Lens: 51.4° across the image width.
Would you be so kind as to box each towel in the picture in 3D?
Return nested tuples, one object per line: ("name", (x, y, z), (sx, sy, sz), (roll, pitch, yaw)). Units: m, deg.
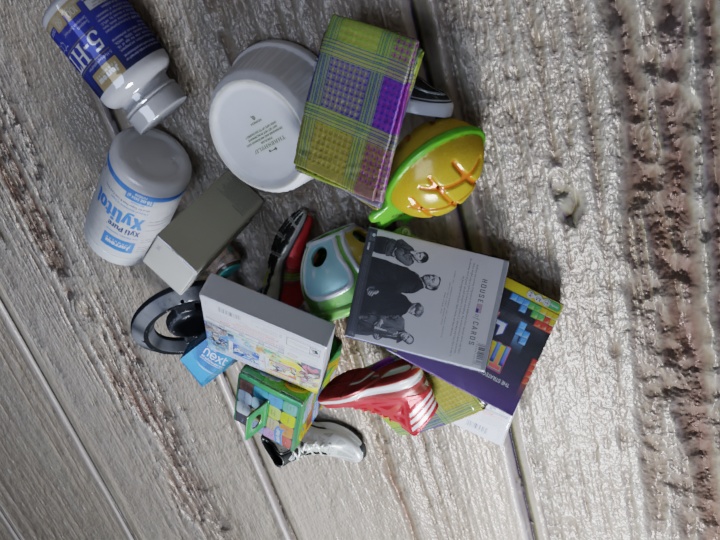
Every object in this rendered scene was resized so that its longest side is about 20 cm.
("towel", (-0.007, -0.192, 0.908), (0.141, 0.023, 0.205), (25, 112, 28))
("towel", (0.090, 0.182, 1.151), (0.144, 0.023, 0.199), (50, 132, -9))

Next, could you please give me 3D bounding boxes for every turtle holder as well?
("turtle holder", (-0.010, 0.005, 1.083), (0.184, 0.139, 0.135), (-11, 103, 58))

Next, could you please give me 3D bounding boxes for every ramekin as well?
("ramekin", (-0.121, -0.204, 1.035), (0.198, 0.095, 0.207), (15, 127, 20))

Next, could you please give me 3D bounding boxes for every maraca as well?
("maraca", (0.085, -0.117, 0.964), (0.201, 0.134, 0.109), (-51, 58, 48))

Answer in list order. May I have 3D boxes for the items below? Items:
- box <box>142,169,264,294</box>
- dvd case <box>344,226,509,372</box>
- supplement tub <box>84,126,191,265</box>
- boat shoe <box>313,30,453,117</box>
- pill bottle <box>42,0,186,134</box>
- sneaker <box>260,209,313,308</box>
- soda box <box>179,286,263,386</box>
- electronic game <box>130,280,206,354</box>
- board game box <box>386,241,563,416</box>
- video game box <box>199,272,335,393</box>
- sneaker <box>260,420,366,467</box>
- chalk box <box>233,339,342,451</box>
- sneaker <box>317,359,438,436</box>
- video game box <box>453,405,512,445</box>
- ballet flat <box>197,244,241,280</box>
("box", (-0.231, -0.062, 1.123), (0.082, 0.201, 0.068), (42, 133, -5))
("dvd case", (0.088, 0.038, 1.007), (0.195, 0.025, 0.154), (14, 90, 5))
("supplement tub", (-0.360, -0.118, 1.204), (0.131, 0.132, 0.201), (38, 131, 0))
("boat shoe", (0.032, -0.249, 0.937), (0.197, 0.073, 0.070), (28, 115, 25))
("pill bottle", (-0.346, -0.306, 1.076), (0.119, 0.120, 0.201), (-28, 106, 39))
("sneaker", (-0.103, 0.004, 1.171), (0.083, 0.077, 0.205), (14, 106, -19))
("soda box", (-0.204, 0.103, 1.253), (0.198, 0.068, 0.065), (-37, 103, 11))
("electronic game", (-0.296, 0.083, 1.287), (0.201, 0.196, 0.042), (-55, 47, 41))
("board game box", (0.157, 0.079, 1.040), (0.196, 0.057, 0.169), (26, 90, 10))
("video game box", (-0.138, 0.099, 1.113), (0.196, 0.048, 0.184), (22, 148, 5))
("sneaker", (-0.093, 0.331, 1.371), (0.196, 0.116, 0.077), (17, 129, 17))
("chalk box", (-0.129, 0.200, 1.244), (0.121, 0.201, 0.127), (23, 132, 11))
("sneaker", (0.030, 0.211, 1.141), (0.197, 0.078, 0.117), (-17, 111, 39))
("video game box", (0.154, 0.155, 1.149), (0.196, 0.047, 0.185), (23, 132, 14))
("ballet flat", (-0.273, 0.008, 1.296), (0.199, 0.068, 0.068), (-38, 80, 35))
